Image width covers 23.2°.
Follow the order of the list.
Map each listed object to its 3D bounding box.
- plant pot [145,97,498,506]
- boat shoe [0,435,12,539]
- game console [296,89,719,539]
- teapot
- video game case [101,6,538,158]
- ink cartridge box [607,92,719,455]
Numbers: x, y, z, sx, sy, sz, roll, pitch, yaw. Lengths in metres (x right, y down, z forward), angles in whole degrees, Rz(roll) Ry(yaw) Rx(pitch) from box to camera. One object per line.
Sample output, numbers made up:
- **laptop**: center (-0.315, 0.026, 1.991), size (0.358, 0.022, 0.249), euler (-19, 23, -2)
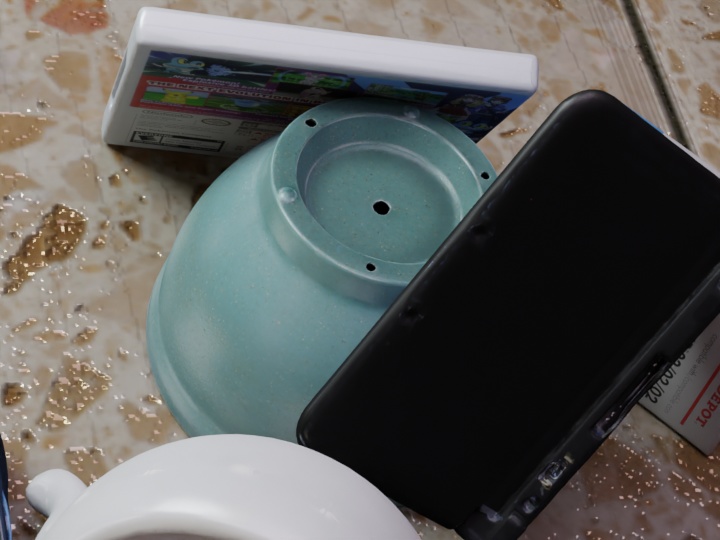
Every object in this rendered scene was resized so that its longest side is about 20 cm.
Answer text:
- **plant pot**: center (0.000, 0.000, 0.881), size (0.199, 0.135, 0.201), euler (9, 51, -11)
- **boat shoe**: center (-0.189, 0.136, 0.755), size (0.083, 0.069, 0.201), euler (-1, 54, -17)
- **game console**: center (0.084, 0.018, 0.801), size (0.116, 0.200, 0.176), euler (40, 14, 0)
- **teapot**: center (-0.038, 0.149, 0.735), size (0.201, 0.197, 0.146), euler (57, 23, -5)
- **video game case**: center (-0.029, -0.089, 0.920), size (0.198, 0.182, 0.023), euler (6, 78, -13)
- **ink cartridge box**: center (0.175, 0.015, 0.934), size (0.200, 0.115, 0.068), euler (37, 51, 14)
